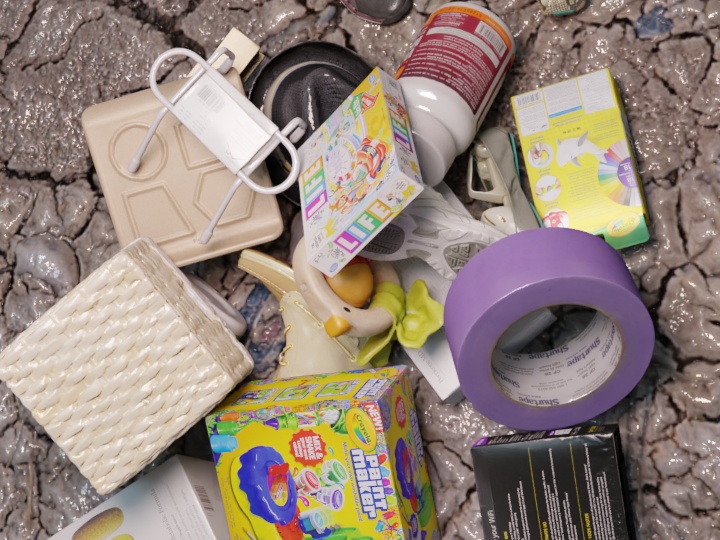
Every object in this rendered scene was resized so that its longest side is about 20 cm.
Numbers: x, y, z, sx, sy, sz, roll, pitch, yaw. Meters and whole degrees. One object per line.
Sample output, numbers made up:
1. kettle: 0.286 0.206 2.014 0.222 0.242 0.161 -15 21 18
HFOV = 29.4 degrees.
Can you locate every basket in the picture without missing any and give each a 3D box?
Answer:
1. basket: -0.246 0.098 1.453 0.200 0.161 0.198 -40 95 1

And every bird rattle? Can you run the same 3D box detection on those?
1. bird rattle: 0.000 0.000 1.438 0.113 0.163 0.201 -30 75 39

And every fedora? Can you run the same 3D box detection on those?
1. fedora: -0.028 -0.161 1.534 0.200 0.092 0.201 -1 93 -19

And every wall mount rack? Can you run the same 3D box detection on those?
1. wall mount rack: -0.159 -0.134 1.471 0.200 0.075 0.174 44 92 9

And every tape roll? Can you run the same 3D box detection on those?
1. tape roll: 0.188 0.060 1.381 0.200 0.200 0.085 -30 36 12

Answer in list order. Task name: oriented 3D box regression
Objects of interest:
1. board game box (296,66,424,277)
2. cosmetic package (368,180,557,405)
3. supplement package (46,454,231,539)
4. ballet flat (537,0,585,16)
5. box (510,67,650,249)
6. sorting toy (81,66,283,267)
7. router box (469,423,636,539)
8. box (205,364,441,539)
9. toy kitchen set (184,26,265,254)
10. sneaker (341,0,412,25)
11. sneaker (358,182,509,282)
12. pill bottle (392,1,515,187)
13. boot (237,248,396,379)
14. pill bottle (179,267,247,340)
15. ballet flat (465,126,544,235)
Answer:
1. board game box: -0.005 -0.102 1.379 0.134 0.034 0.200 -44 30 24
2. cosmetic package: 0.096 0.024 1.514 0.151 0.052 0.200 -40 66 7
3. supplement package: -0.238 0.310 1.541 0.200 0.110 0.114 -34 67 10
4. ballet flat: 0.185 -0.371 1.561 0.075 0.068 0.200 -18 69 -23
5. box: 0.242 -0.108 1.493 0.117 0.048 0.201 -15 70 17
6. sorting toy: -0.198 -0.109 1.535 0.185 0.036 0.201 -16 93 4
7. router box: 0.200 0.263 1.384 0.149 0.051 0.201 -8 92 19
8. box: -0.036 0.219 1.439 0.192 0.122 0.201 -8 101 19
9. toy kitchen set: -0.143 -0.151 1.635 0.180 0.163 0.200 38 91 -4
10. sneaker: -0.027 -0.377 1.625 0.076 0.115 0.200 -45 65 6
11. sneaker: 0.081 -0.051 1.429 0.199 0.078 0.100 18 42 -12
12. pill bottle: 0.087 -0.191 1.498 0.109 0.110 0.200 13 54 23
13. boot: -0.080 0.081 1.538 0.200 0.073 0.156 33 93 0
14. pill bottle: -0.234 0.106 1.588 0.111 0.111 0.200 42 94 25
15. ballet flat: 0.153 -0.070 1.492 0.063 0.067 0.200 -5 58 -12
